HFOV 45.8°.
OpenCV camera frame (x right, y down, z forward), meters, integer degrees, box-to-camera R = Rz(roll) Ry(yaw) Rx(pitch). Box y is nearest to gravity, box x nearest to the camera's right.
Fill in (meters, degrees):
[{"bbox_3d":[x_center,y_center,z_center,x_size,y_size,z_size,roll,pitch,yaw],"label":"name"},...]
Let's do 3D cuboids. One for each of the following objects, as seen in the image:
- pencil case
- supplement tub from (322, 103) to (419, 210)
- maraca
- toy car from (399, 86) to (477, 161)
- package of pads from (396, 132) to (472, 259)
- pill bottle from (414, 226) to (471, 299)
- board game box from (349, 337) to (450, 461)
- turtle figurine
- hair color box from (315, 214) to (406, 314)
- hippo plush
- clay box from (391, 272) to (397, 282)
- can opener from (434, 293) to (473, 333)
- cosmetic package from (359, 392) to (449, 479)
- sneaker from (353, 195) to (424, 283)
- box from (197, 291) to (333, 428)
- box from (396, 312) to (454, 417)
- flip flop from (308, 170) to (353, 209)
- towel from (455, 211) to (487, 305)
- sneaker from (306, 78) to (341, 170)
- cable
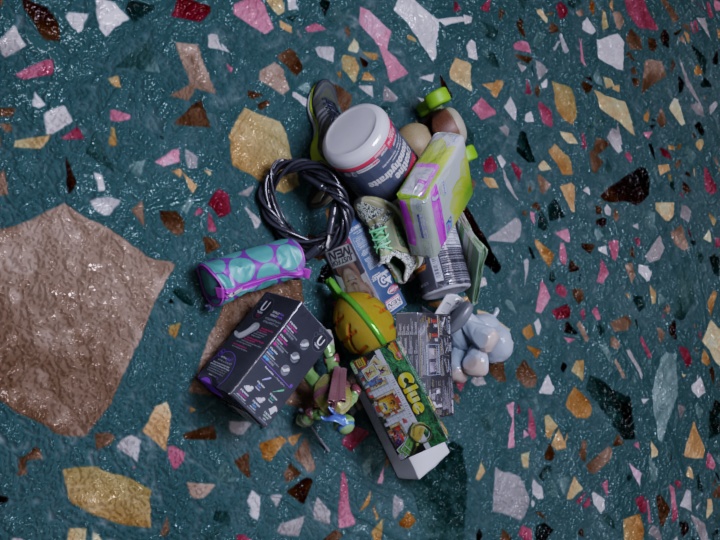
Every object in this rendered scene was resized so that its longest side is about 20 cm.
[{"bbox_3d":[-0.194,0.003,1.540,0.199,0.086,0.092,-20,47,-37],"label":"pencil case"},{"bbox_3d":[0.032,-0.205,1.620,0.200,0.139,0.141,45,55,-45],"label":"supplement tub"},{"bbox_3d":[-0.005,0.090,1.606,0.107,0.200,0.138,-34,143,-13],"label":"maraca"},{"bbox_3d":[0.122,-0.269,1.830,0.199,0.158,0.166,-26,91,-8],"label":"toy car"},{"bbox_3d":[0.143,-0.147,1.610,0.201,0.068,0.155,-58,146,-36],"label":"package of pads"},{"bbox_3d":[0.150,-0.050,1.725,0.105,0.106,0.202,-5,75,-36],"label":"pill bottle"},{"bbox_3d":[0.070,0.231,1.527,0.201,0.104,0.023,62,19,0],"label":"board game box"},{"bbox_3d":[-0.060,0.224,1.582,0.200,0.143,0.195,18,43,-61],"label":"turtle figurine"},{"bbox_3d":[0.000,0.000,1.675,0.060,0.100,0.201,-32,98,-37],"label":"hair color box"},{"bbox_3d":[0.231,0.150,1.807,0.160,0.160,0.200,11,29,-51],"label":"hippo plush"},{"bbox_3d":[0.078,-0.045,1.774,0.199,0.047,0.116,-31,97,-37],"label":"clay box"},{"bbox_3d":[0.151,0.136,1.720,0.052,0.067,0.201,27,104,-24],"label":"can opener"},{"bbox_3d":[0.085,0.300,1.686,0.101,0.074,0.202,-29,99,-37],"label":"cosmetic package"},{"bbox_3d":[0.052,-0.055,1.616,0.200,0.076,0.089,50,39,-26],"label":"sneaker"},{"bbox_3d":[-0.164,0.152,1.478,0.201,0.122,0.106,-52,124,-19],"label":"box"},{"bbox_3d":[0.125,0.182,1.620,0.157,0.049,0.202,7,80,-61],"label":"box"},{"bbox_3d":[-0.029,-0.183,1.720,0.200,0.081,0.058,-50,123,-38],"label":"flip flop"},{"bbox_3d":[0.207,-0.051,1.762,0.023,0.154,0.201,-11,44,-15],"label":"towel"},{"bbox_3d":[-0.056,-0.300,1.707,0.073,0.081,0.202,9,64,-34],"label":"sneaker"},{"bbox_3d":[-0.104,-0.125,1.602,0.201,0.162,0.051,63,20,4],"label":"cable"}]
